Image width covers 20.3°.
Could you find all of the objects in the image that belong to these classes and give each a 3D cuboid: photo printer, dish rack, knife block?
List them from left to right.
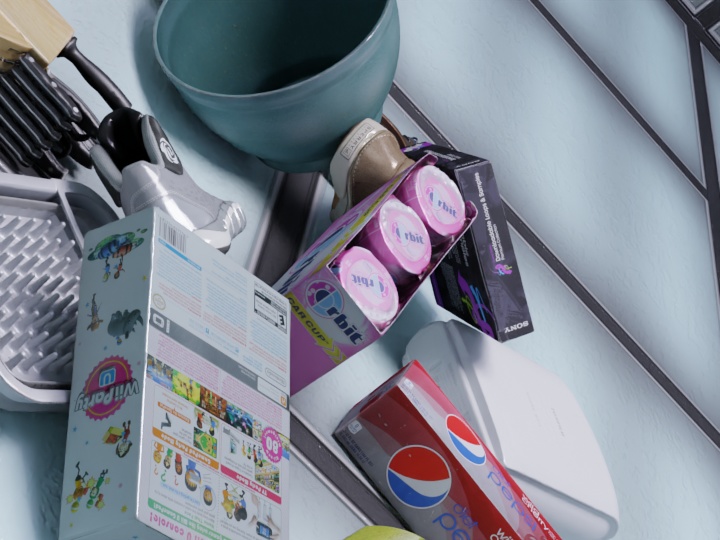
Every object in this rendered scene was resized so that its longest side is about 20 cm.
[{"bbox_3d":[-0.244,-0.162,1.385,0.175,0.064,0.201,21,38,-53],"label":"knife block"},{"bbox_3d":[-0.197,0.019,1.237,0.200,0.043,0.172,8,50,-60],"label":"dish rack"},{"bbox_3d":[0.132,0.142,1.657,0.200,0.069,0.167,29,32,-44],"label":"photo printer"}]

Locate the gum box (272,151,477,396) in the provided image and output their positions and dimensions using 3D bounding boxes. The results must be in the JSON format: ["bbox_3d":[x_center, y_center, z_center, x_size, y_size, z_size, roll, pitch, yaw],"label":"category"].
[{"bbox_3d":[0.000,0.000,1.491,0.066,0.113,0.200,50,38,-7],"label":"gum box"}]

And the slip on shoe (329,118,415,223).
[{"bbox_3d":[0.019,-0.063,1.654,0.060,0.076,0.200,36,-14,12],"label":"slip on shoe"}]

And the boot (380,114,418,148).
[{"bbox_3d":[0.020,-0.094,1.805,0.200,0.074,0.097,52,9,-21],"label":"boot"}]

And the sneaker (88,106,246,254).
[{"bbox_3d":[-0.134,-0.060,1.357,0.116,0.075,0.200,60,-2,-8],"label":"sneaker"}]

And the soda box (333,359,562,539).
[{"bbox_3d":[0.073,0.169,1.502,0.200,0.070,0.063,51,21,-3],"label":"soda box"}]

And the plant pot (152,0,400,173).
[{"bbox_3d":[-0.054,-0.165,1.628,0.135,0.199,0.201,69,5,-46],"label":"plant pot"}]

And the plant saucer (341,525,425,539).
[{"bbox_3d":[0.039,0.263,1.331,0.201,0.048,0.199,56,23,8],"label":"plant saucer"}]

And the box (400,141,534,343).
[{"bbox_3d":[0.083,-0.027,1.646,0.200,0.036,0.144,-143,-144,-76],"label":"box"}]

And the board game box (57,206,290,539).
[{"bbox_3d":[-0.106,0.086,1.201,0.147,0.064,0.201,37,44,-46],"label":"board game box"}]
